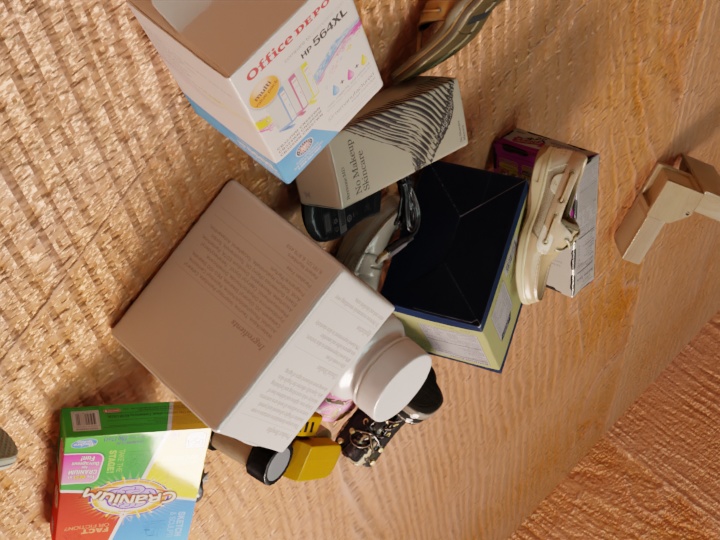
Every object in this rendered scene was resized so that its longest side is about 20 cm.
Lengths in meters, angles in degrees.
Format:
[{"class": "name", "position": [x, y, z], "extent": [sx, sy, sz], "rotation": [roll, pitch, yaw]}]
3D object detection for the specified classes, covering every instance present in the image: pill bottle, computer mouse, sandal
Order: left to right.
[{"class": "pill bottle", "position": [-0.022, 0.072, 1.375], "extent": [0.113, 0.200, 0.113], "rotation": [-40, 154, -24]}, {"class": "computer mouse", "position": [-0.005, -0.065, 1.368], "extent": [0.200, 0.046, 0.141], "rotation": [-36, 126, -42]}, {"class": "sandal", "position": [0.097, -0.271, 1.270], "extent": [0.080, 0.054, 0.200], "rotation": [-27, 165, -50]}]

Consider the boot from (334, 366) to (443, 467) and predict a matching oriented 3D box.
[{"class": "boot", "position": [0.033, 0.190, 1.571], "extent": [0.151, 0.073, 0.200], "rotation": [-53, -170, 13]}]

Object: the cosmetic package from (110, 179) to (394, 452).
[{"class": "cosmetic package", "position": [-0.106, 0.051, 1.242], "extent": [0.200, 0.166, 0.167], "rotation": [-52, 156, 0]}]

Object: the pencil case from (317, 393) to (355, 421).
[{"class": "pencil case", "position": [-0.011, 0.126, 1.541], "extent": [0.086, 0.083, 0.200], "rotation": [-32, 172, -33]}]

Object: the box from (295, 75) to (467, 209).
[{"class": "box", "position": [0.021, -0.138, 1.280], "extent": [0.200, 0.068, 0.082], "rotation": [-31, 119, -36]}]

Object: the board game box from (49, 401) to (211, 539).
[{"class": "board game box", "position": [-0.248, 0.222, 1.301], "extent": [0.152, 0.040, 0.200], "rotation": [-2, 134, -20]}]

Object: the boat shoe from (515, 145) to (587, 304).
[{"class": "boat shoe", "position": [0.236, -0.051, 1.496], "extent": [0.072, 0.065, 0.201], "rotation": [-26, 126, -67]}]

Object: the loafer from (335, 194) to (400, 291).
[{"class": "loafer", "position": [0.000, 0.000, 1.472], "extent": [0.200, 0.070, 0.070], "rotation": [-56, 156, 10]}]

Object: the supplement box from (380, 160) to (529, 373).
[{"class": "supplement box", "position": [0.133, -0.002, 1.546], "extent": [0.200, 0.134, 0.201], "rotation": [58, 49, -65]}]

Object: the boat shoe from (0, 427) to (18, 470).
[{"class": "boat shoe", "position": [-0.383, 0.162, 1.032], "extent": [0.200, 0.075, 0.062], "rotation": [0, 131, -54]}]

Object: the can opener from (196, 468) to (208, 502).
[{"class": "can opener", "position": [-0.239, 0.290, 1.495], "extent": [0.064, 0.078, 0.200], "rotation": [-84, -166, -52]}]

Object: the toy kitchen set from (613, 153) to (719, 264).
[{"class": "toy kitchen set", "position": [0.605, -0.105, 2.297], "extent": [0.163, 0.199, 0.181], "rotation": [-93, -155, -59]}]

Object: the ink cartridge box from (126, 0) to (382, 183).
[{"class": "ink cartridge box", "position": [-0.084, -0.190, 0.988], "extent": [0.129, 0.125, 0.200], "rotation": [-47, 156, -8]}]

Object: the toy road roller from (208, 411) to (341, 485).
[{"class": "toy road roller", "position": [-0.097, 0.172, 1.491], "extent": [0.146, 0.123, 0.200], "rotation": [-65, 154, 3]}]

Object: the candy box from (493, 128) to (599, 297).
[{"class": "candy box", "position": [0.251, -0.079, 1.657], "extent": [0.061, 0.136, 0.201], "rotation": [-33, 133, -38]}]
